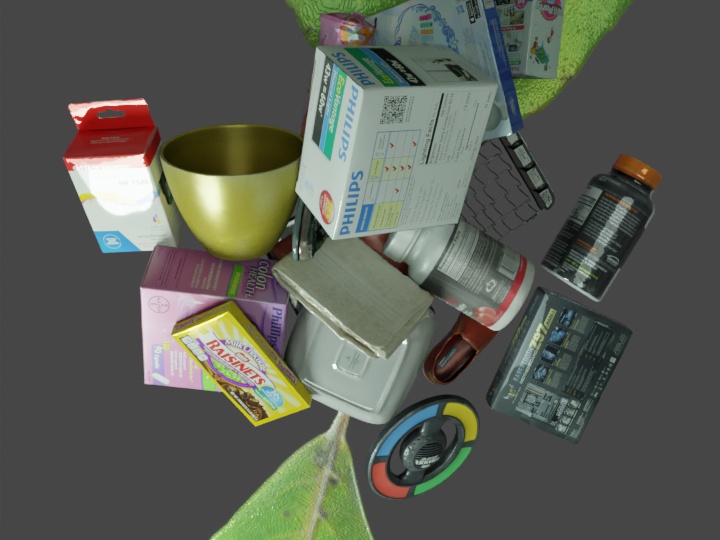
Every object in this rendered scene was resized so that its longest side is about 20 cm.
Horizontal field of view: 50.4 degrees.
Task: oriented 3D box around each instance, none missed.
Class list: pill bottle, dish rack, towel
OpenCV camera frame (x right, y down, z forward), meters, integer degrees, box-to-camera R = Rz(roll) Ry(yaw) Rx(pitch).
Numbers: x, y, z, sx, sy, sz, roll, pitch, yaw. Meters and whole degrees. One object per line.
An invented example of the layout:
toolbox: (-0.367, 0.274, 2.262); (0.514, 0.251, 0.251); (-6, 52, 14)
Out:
pill bottle: (0.358, -0.066, 1.120); (0.105, 0.106, 0.203); (29, 98, -9)
dish rack: (0.177, -0.109, 1.128); (0.198, 0.055, 0.155); (-34, 101, 5)
towel: (-0.008, 0.024, 1.032); (0.199, 0.035, 0.132); (39, 54, 14)
pill bottle: (0.134, -0.011, 1.066); (0.197, 0.111, 0.112); (30, 98, -5)

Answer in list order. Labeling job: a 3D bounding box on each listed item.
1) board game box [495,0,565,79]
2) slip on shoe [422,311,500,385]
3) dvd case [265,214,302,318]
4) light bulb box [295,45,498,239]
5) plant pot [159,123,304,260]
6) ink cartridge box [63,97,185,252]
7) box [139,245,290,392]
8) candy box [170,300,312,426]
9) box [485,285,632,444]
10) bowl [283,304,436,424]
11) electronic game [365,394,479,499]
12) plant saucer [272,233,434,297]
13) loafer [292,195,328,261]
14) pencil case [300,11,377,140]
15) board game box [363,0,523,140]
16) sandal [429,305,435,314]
board game box: (0.202, -0.364, 1.027); (0.063, 0.147, 0.205); (-2, 103, -33)
slip on shoe: (0.170, 0.096, 1.163); (0.074, 0.061, 0.201); (39, 95, -9)
dvd case: (-0.049, 0.006, 1.151); (0.140, 0.018, 0.203); (-26, 102, 1)
light bulb box: (0.039, -0.163, 0.953); (0.196, 0.125, 0.202); (-9, 128, -30)
plant pot: (-0.168, -0.101, 1.048); (0.195, 0.201, 0.145); (-1, 119, -4)
ink cartridge box: (-0.319, -0.124, 1.030); (0.113, 0.068, 0.203); (-3, 132, 6)
box: (-0.202, 0.075, 1.082); (0.195, 0.098, 0.179); (7, 126, -6)
candy box: (-0.159, 0.131, 1.043); (0.101, 0.027, 0.201); (-23, 123, 20)
box: (0.306, 0.148, 1.187); (0.155, 0.051, 0.204); (22, 100, -8)
bowl: (-0.007, 0.116, 1.088); (0.196, 0.075, 0.203); (24, 107, 0)
electronic game: (0.096, 0.271, 1.163); (0.196, 0.042, 0.204); (-16, 129, -21)
plant saucer: (0.000, 0.000, 1.126); (0.198, 0.037, 0.202); (-32, 101, 3)
loafer: (-0.051, -0.088, 1.044); (0.061, 0.202, 0.073); (6, 132, 1)
pencil case: (-0.032, -0.252, 1.056); (0.085, 0.088, 0.205); (9, 109, -6)
board game box: (0.106, -0.268, 1.035); (0.196, 0.043, 0.205); (-5, 106, 40)
sandal: (0.052, 0.130, 1.163); (0.074, 0.048, 0.204); (14, 110, -37)
